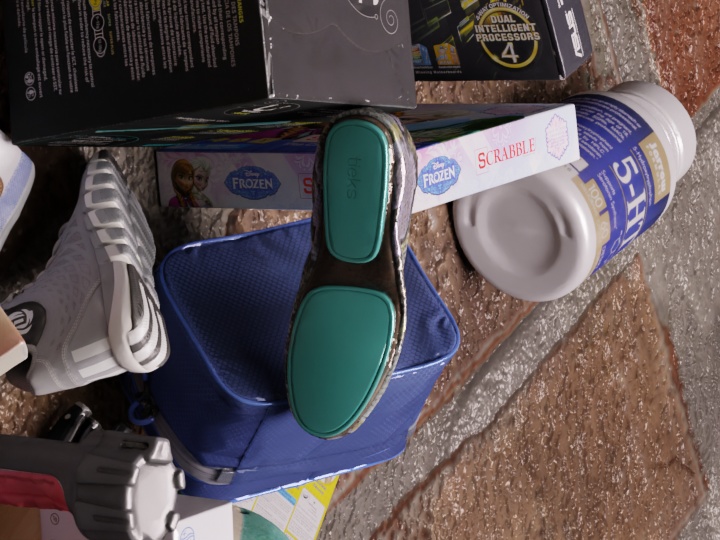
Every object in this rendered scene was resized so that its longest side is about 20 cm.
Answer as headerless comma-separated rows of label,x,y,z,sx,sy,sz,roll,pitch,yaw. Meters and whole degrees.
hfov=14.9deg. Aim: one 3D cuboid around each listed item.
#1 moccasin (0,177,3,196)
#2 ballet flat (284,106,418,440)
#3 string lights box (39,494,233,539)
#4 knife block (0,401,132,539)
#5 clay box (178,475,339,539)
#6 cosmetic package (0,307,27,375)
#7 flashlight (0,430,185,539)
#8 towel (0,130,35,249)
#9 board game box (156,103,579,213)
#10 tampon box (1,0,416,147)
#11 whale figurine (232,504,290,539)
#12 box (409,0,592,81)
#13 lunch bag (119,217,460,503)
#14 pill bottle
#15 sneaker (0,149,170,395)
moccasin,-0.257,0.025,1.495,0.201,0.078,0.074,-53,160,-20
ballet flat,0.000,0.000,1.621,0.072,0.072,0.200,-12,114,-53
string lights box,-0.127,0.232,1.604,0.059,0.103,0.200,-15,106,-54
knife block,-0.198,0.171,1.644,0.200,0.064,0.176,-4,95,-53
clay box,-0.051,0.090,1.854,0.115,0.048,0.200,46,55,-45
cosmetic package,-0.267,-0.012,1.410,0.103,0.087,0.200,-36,87,-10
flashlight,-0.190,0.124,1.535,0.068,0.200,0.068,-53,134,-35
towel,-0.267,-0.057,1.565,0.200,0.024,0.147,50,53,-43
board game box,0.006,-0.076,1.792,0.199,0.200,0.041,-19,108,-53
tampon box,-0.092,-0.147,1.637,0.150,0.200,0.126,-2,86,-55
whale figurine,-0.097,0.247,1.725,0.104,0.159,0.200,20,94,-9
box,0.045,-0.206,1.833,0.049,0.200,0.161,-40,125,-46
lunch bag,-0.054,0.063,1.727,0.200,0.136,0.132,-11,145,-27
pill bottle,0.169,-0.068,2.084,0.200,0.120,0.120,-37,121,-46
sneaker,-0.183,0.005,1.638,0.200,0.115,0.075,-105,171,-57
